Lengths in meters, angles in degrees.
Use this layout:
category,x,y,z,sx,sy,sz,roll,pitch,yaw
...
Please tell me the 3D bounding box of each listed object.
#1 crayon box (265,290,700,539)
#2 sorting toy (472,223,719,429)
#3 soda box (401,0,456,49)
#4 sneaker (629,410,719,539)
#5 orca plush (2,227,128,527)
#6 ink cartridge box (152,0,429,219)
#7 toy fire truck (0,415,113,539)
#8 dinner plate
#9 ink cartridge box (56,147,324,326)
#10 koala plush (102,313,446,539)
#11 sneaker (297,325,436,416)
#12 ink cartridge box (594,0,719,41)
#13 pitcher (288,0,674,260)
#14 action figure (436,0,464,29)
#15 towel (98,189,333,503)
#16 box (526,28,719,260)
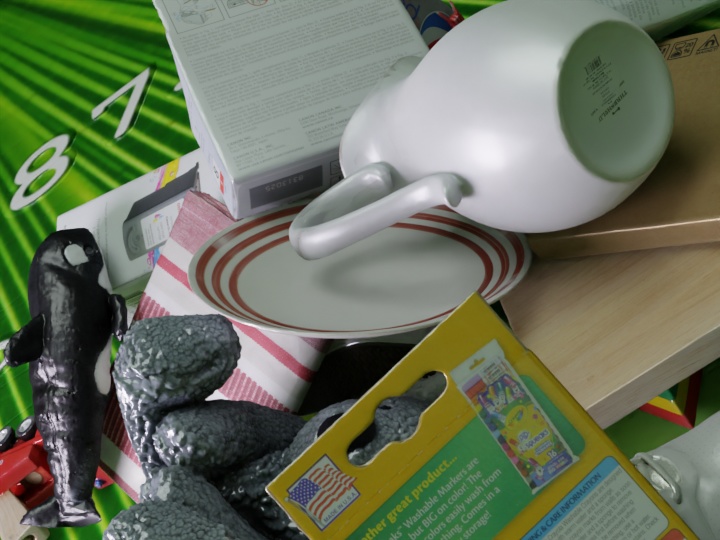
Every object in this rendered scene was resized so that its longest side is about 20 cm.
category,x,y,z,sx,sy,sz,roll,pitch,yaw
crayon box,0.070,0.126,0.590,0.125,0.200,0.052,-41,-3,-4
sorting toy,0.180,-0.005,0.757,0.199,0.070,0.200,-33,31,11
soda box,0.017,-0.186,1.040,0.069,0.199,0.064,2,66,49
sneaker,0.120,0.126,0.645,0.200,0.080,0.070,-39,28,-1
orca plush,-0.213,0.067,0.911,0.104,0.070,0.203,3,84,48
ink cartridge box,-0.045,-0.143,0.911,0.160,0.050,0.201,-19,57,-13
toy fire truck,-0.257,0.177,1.029,0.198,0.049,0.142,-25,34,23
dinner plate,0.000,0.000,0.786,0.197,0.025,0.201,-4,23,2
ink cartridge box,-0.102,-0.015,0.995,0.198,0.147,0.087,-22,61,28
koala plush,-0.019,0.123,0.756,0.197,0.185,0.179,-12,48,7
sneaker,0.010,0.044,0.880,0.198,0.073,0.085,-4,39,41
ink cartridge box,0.167,-0.162,0.909,0.198,0.041,0.199,-23,2,-14
pitcher,0.058,-0.065,0.740,0.172,0.122,0.199,-46,22,-24
action figure,0.141,-0.201,1.036,0.200,0.099,0.065,-49,31,-10
towel,-0.097,0.069,0.881,0.143,0.023,0.202,35,107,29
box,0.199,-0.077,0.739,0.198,0.021,0.165,-6,44,44
